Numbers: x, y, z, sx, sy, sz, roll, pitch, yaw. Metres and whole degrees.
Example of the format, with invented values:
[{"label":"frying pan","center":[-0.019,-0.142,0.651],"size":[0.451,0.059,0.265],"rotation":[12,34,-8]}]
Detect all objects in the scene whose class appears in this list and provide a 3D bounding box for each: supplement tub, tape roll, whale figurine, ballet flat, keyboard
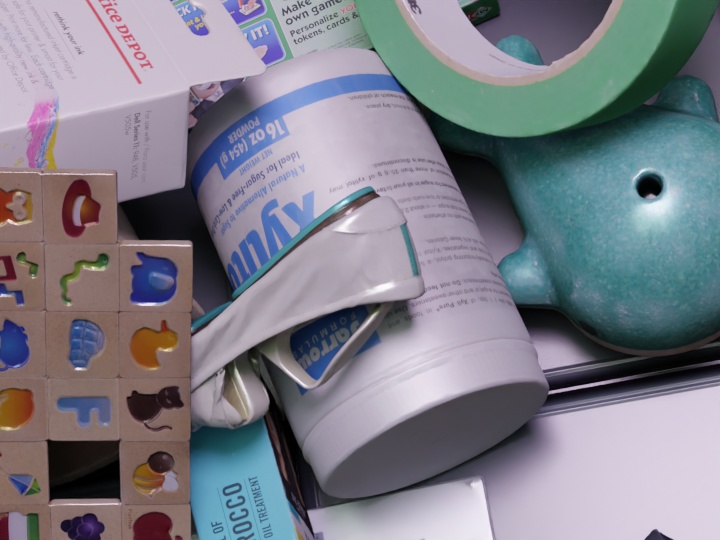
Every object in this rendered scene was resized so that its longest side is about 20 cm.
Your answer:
[{"label":"supplement tub","center":[0.000,0.000,1.013],"size":[0.132,0.132,0.201],"rotation":[-25,69,1]},{"label":"tape roll","center":[0.083,-0.167,0.967],"size":[0.200,0.048,0.201],"rotation":[8,104,37]},{"label":"whale figurine","center":[0.124,-0.049,1.020],"size":[0.159,0.104,0.200],"rotation":[-45,71,-5]},{"label":"ballet flat","center":[-0.050,0.036,0.932],"size":[0.200,0.069,0.070],"rotation":[-34,67,27]},{"label":"keyboard","center":[-0.028,0.153,1.034],"size":[0.199,0.011,0.057],"rotation":[-12,65,6]}]

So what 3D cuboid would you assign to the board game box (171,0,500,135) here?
[{"label":"board game box","center":[-0.037,-0.167,1.127],"size":[0.199,0.029,0.135],"rotation":[-23,69,2]}]

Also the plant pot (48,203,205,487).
[{"label":"plant pot","center":[-0.198,-0.009,1.032],"size":[0.200,0.201,0.184],"rotation":[-23,59,2]}]

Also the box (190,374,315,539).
[{"label":"box","center":[-0.047,0.149,0.989],"size":[0.049,0.082,0.201],"rotation":[-18,65,2]}]

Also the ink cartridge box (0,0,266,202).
[{"label":"ink cartridge box","center":[-0.158,-0.085,0.951],"size":[0.199,0.067,0.117],"rotation":[-15,48,-23]}]

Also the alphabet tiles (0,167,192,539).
[{"label":"alphabet tiles","center":[-0.160,0.048,0.903],"size":[0.166,0.008,0.201],"rotation":[1,113,-4]}]

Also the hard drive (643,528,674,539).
[{"label":"hard drive","center":[0.149,0.238,0.956],"size":[0.135,0.042,0.200],"rotation":[27,79,17]}]
